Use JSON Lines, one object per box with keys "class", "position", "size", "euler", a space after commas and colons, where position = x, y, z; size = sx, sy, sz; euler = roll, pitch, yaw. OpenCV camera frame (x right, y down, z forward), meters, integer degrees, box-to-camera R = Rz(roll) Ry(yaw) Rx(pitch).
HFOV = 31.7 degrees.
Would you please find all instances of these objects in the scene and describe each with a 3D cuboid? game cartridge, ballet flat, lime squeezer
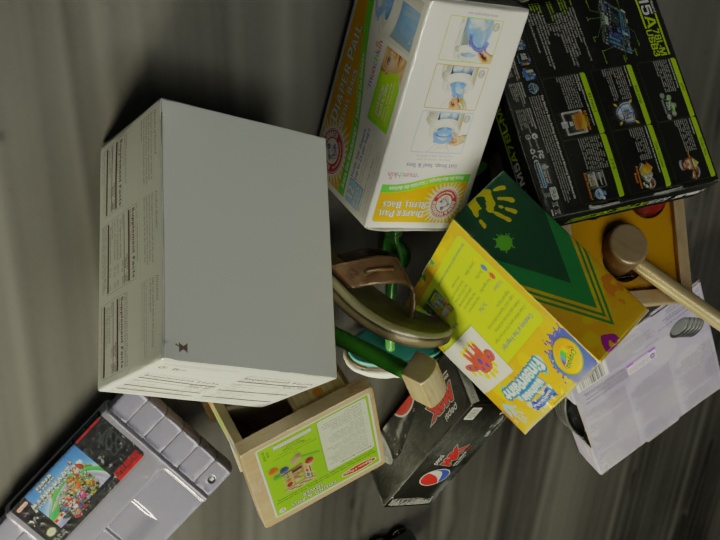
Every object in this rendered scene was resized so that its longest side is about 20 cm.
{"class": "game cartridge", "position": [-0.229, 0.208, 1.150], "size": [0.129, 0.038, 0.200], "euler": [42, 96, -18]}
{"class": "ballet flat", "position": [0.076, 0.067, 1.265], "size": [0.198, 0.069, 0.070], "euler": [-25, 129, -17]}
{"class": "lime squeezer", "position": [0.048, -0.026, 1.196], "size": [0.070, 0.037, 0.202], "euler": [25, 91, -53]}

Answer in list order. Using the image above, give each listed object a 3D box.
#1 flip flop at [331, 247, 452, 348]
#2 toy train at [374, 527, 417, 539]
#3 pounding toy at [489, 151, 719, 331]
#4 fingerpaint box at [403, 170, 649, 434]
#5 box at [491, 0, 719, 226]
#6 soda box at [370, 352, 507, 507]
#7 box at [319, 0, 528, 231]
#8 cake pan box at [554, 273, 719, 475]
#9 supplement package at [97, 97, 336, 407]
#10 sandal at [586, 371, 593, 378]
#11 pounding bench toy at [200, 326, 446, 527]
{"class": "flip flop", "position": [0.000, 0.000, 1.109], "size": [0.199, 0.081, 0.058], "euler": [38, 104, 2]}
{"class": "toy train", "position": [-0.026, 0.341, 1.396], "size": [0.198, 0.034, 0.046], "euler": [-22, 141, -19]}
{"class": "pounding toy", "position": [0.242, -0.022, 1.192], "size": [0.182, 0.142, 0.204], "euler": [-3, 86, -29]}
{"class": "fingerpaint box", "position": [0.136, 0.033, 1.105], "size": [0.073, 0.167, 0.201], "euler": [-41, 169, -24]}
{"class": "box", "position": [0.203, -0.149, 1.127], "size": [0.191, 0.203, 0.047], "euler": [-13, 169, -26]}
{"class": "soda box", "position": [0.078, 0.158, 1.269], "size": [0.062, 0.071, 0.201], "euler": [0, 142, -31]}
{"class": "box", "position": [0.045, -0.147, 1.069], "size": [0.100, 0.113, 0.203], "euler": [-1, 120, -32]}
{"class": "cake pan box", "position": [0.312, 0.116, 1.442], "size": [0.199, 0.052, 0.185], "euler": [-35, 129, -8]}
{"class": "supplement package", "position": [-0.113, -0.008, 0.994], "size": [0.154, 0.203, 0.110], "euler": [10, 159, -35]}
{"class": "sandal", "position": [0.190, 0.082, 1.274], "size": [0.206, 0.059, 0.080], "euler": [28, 101, -47]}
{"class": "pounding bench toy", "position": [-0.041, 0.094, 1.137], "size": [0.198, 0.157, 0.125], "euler": [-26, 143, -12]}
